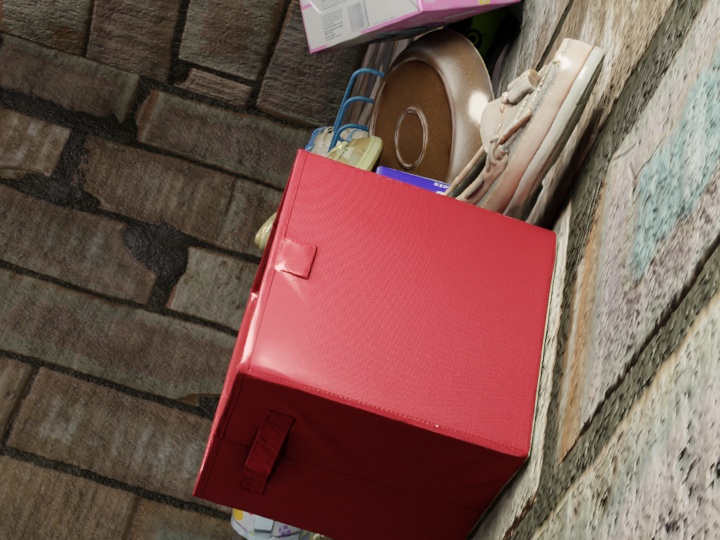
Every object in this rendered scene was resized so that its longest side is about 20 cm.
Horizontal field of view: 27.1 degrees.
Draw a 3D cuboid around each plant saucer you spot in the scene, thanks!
[{"bbox_3d":[0.056,-0.120,1.361,0.200,0.032,0.202,2,92,61],"label":"plant saucer"}]

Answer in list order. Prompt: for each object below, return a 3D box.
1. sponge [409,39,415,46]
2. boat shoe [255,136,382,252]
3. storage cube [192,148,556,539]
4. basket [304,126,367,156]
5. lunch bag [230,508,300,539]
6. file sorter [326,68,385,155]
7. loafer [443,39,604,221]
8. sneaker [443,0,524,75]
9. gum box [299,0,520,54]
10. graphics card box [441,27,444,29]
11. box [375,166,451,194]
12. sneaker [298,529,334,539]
[{"bbox_3d":[0.060,-0.105,1.415,0.112,0.030,0.201,43,126,53],"label":"sponge"},{"bbox_3d":[-0.031,-0.065,1.310,0.201,0.063,0.073,-63,-7,-51],"label":"boat shoe"},{"bbox_3d":[0.010,0.059,0.963,0.171,0.179,0.201,114,173,-52],"label":"storage cube"},{"bbox_3d":[-0.032,-0.108,2.051,0.199,0.139,0.177,-3,67,52],"label":"basket"},{"bbox_3d":[-0.073,0.196,1.626,0.200,0.126,0.171,-44,-37,-81],"label":"lunch bag"},{"bbox_3d":[0.019,-0.112,1.731,0.139,0.122,0.201,112,172,-50],"label":"file sorter"},{"bbox_3d":[0.096,-0.078,0.980,0.072,0.063,0.200,-54,-9,-39],"label":"loafer"},{"bbox_3d":[0.135,-0.269,1.387,0.201,0.070,0.083,-70,24,16],"label":"sneaker"},{"bbox_3d":[0.038,-0.249,1.348,0.200,0.113,0.067,-6,96,58],"label":"gum box"},{"bbox_3d":[0.114,-0.251,1.565,0.126,0.051,0.201,121,164,-71],"label":"graphics card box"},{"bbox_3d":[0.030,0.045,1.201,0.200,0.104,0.185,-84,12,-63],"label":"box"},{"bbox_3d":[-0.026,0.256,1.381,0.090,0.067,0.201,140,147,-67],"label":"sneaker"}]
